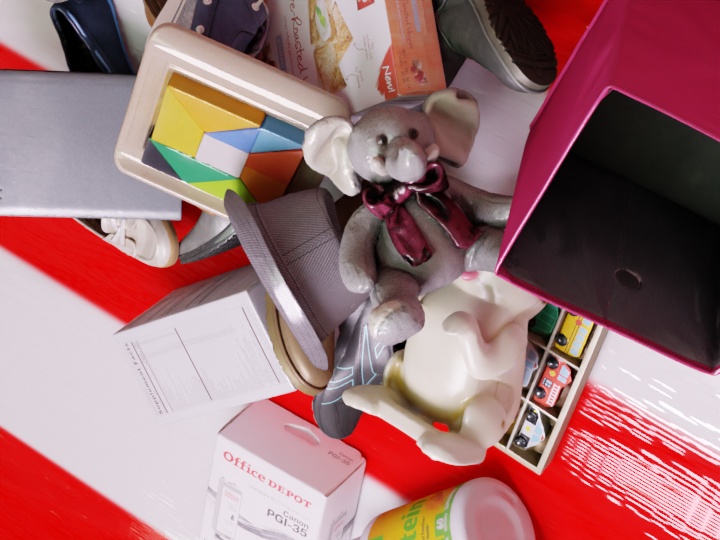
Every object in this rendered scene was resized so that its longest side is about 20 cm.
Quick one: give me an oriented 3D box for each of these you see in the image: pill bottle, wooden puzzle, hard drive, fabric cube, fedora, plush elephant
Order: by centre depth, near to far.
[{"bbox_3d":[0.240,-0.081,1.374,0.199,0.200,0.197,25,129,-4],"label":"fabric cube"},{"bbox_3d":[0.042,-0.064,1.464,0.200,0.164,0.156,-127,15,-64],"label":"plush elephant"},{"bbox_3d":[-0.044,-0.008,1.567,0.178,0.090,0.200,60,178,14],"label":"fedora"},{"bbox_3d":[-0.119,-0.112,1.580,0.184,0.037,0.200,24,144,-4],"label":"wooden puzzle"},{"bbox_3d":[-0.270,-0.122,1.749,0.198,0.033,0.141,1,100,-10],"label":"hard drive"},{"bbox_3d":[0.067,0.283,1.787,0.199,0.111,0.112,-27,97,41],"label":"pill bottle"}]

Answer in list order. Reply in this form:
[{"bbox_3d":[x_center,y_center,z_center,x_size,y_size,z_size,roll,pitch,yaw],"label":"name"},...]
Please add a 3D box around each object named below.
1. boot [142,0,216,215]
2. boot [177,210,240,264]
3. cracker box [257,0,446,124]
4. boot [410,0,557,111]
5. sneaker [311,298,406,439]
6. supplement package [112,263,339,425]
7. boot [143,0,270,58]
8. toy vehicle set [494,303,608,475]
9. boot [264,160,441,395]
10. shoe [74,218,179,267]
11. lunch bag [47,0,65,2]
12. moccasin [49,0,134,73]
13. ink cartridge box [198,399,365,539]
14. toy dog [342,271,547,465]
[{"bbox_3d":[-0.158,-0.164,1.699,0.200,0.076,0.156,47,137,32],"label":"boot"},{"bbox_3d":[-0.132,-0.099,1.767,0.200,0.067,0.131,-35,80,42],"label":"boot"},{"bbox_3d":[-0.015,-0.195,1.568,0.199,0.057,0.135,-16,82,52],"label":"cracker box"},{"bbox_3d":[0.068,-0.165,1.552,0.200,0.072,0.183,-50,52,35],"label":"boot"},{"bbox_3d":[0.008,0.094,1.752,0.079,0.075,0.201,28,128,17],"label":"sneaker"},{"bbox_3d":[-0.131,0.067,1.811,0.199,0.109,0.114,-17,104,39],"label":"supplement package"},{"bbox_3d":[-0.111,-0.249,1.600,0.090,0.073,0.201,20,80,16],"label":"boot"},{"bbox_3d":[0.151,0.080,1.674,0.124,0.026,0.201,31,128,18],"label":"toy vehicle set"},{"bbox_3d":[0.000,0.000,1.656,0.199,0.066,0.177,-27,69,32],"label":"boot"},{"bbox_3d":[-0.260,-0.055,1.842,0.199,0.053,0.070,34,131,36],"label":"shoe"},{"bbox_3d":[-0.281,-0.376,1.668,0.200,0.139,0.168,48,115,3],"label":"lunch bag"},{"bbox_3d":[-0.267,-0.183,1.798,0.080,0.068,0.201,-8,111,37],"label":"moccasin"},{"bbox_3d":[-0.088,0.258,1.902,0.146,0.083,0.201,27,127,21],"label":"ink cartridge box"},{"bbox_3d":[0.108,0.054,1.572,0.139,0.193,0.202,33,108,46],"label":"toy dog"}]
